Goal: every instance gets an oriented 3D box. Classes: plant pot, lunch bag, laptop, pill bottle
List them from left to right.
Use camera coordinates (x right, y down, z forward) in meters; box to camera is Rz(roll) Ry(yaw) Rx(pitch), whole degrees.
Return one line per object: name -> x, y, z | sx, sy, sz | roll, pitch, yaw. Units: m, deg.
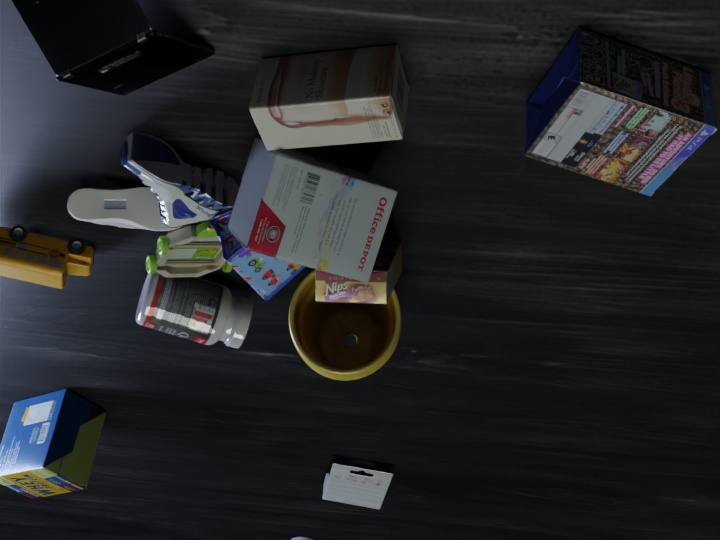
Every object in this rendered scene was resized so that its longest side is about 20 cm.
laptop -> -0.335, -0.335, 1.404 | 0.185, 0.118, 0.199 | -15, 170, 31
pill bottle -> -0.306, 0.071, 1.924 | 0.197, 0.117, 0.116 | 18, 146, -16
lunch bag -> -0.118, -0.066, 1.687 | 0.198, 0.095, 0.151 | -32, 146, 6
plant pot -> -0.023, 0.105, 1.862 | 0.197, 0.204, 0.189 | 5, 163, 4

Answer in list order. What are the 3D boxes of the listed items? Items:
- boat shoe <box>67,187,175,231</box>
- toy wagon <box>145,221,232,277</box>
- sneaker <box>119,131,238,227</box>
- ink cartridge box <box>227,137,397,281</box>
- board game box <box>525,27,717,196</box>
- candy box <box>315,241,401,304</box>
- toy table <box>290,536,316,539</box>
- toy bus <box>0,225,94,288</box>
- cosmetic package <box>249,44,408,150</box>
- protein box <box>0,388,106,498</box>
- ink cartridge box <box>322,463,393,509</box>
boat shoe -> -0.384, -0.099, 1.729 | 0.196, 0.073, 0.068 | -2, 180, -9
toy wagon -> -0.275, -0.041, 1.778 | 0.153, 0.040, 0.200 | -1, 154, -30
sneaker -> -0.301, -0.124, 1.643 | 0.198, 0.082, 0.115 | 26, 134, -29
ink cartridge box -> -0.072, -0.090, 1.536 | 0.197, 0.148, 0.145 | 16, -171, -22
board game box -> 0.340, -0.206, 1.378 | 0.197, 0.098, 0.160 | 16, 147, -13
candy box -> 0.000, 0.000, 1.688 | 0.114, 0.200, 0.058 | 2, 104, 9
toy table -> -0.157, 0.906, 3.179 | 0.181, 0.119, 0.200 | -12, 142, 27
toy bus -> -0.585, -0.023, 1.872 | 0.196, 0.079, 0.065 | 13, 147, -8
cosmetic package -> -0.040, -0.234, 1.412 | 0.196, 0.105, 0.088 | -4, 144, 15
protein box -> -0.739, 0.413, 2.464 | 0.198, 0.201, 0.135 | -16, 141, 33
ink cartridge box -> -0.009, 0.536, 2.656 | 0.159, 0.051, 0.202 | 10, 139, -3
